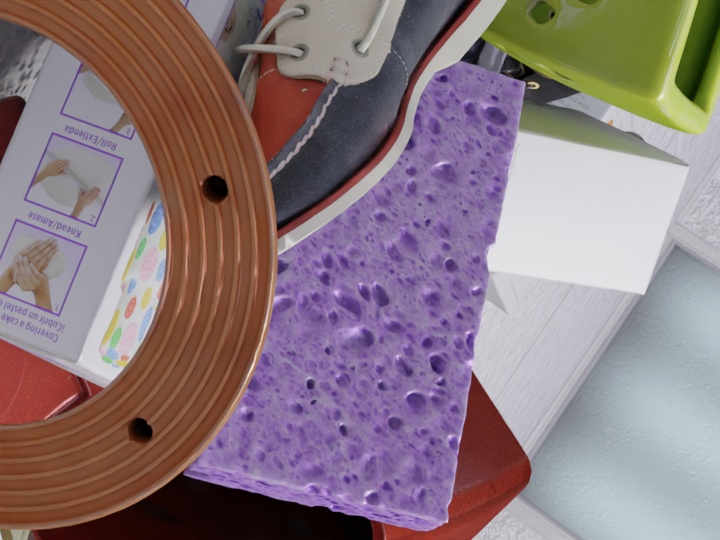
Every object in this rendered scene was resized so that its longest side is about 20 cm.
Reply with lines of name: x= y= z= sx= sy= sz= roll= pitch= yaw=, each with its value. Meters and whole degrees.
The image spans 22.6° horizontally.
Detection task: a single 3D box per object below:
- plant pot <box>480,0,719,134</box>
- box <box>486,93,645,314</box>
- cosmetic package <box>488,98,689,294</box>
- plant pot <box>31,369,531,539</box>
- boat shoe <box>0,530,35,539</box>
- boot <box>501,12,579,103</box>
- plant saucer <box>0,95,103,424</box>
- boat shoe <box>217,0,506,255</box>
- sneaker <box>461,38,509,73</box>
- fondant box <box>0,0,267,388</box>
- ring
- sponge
plant pot: x=0.110 y=-0.192 z=0.915 sx=0.200 sy=0.180 sz=0.201 roll=4 pitch=103 yaw=-72
box: x=0.122 y=-0.088 z=1.372 sx=0.201 sy=0.106 sz=0.152 roll=-55 pitch=165 yaw=-5
cosmetic package: x=0.070 y=-0.053 z=0.999 sx=0.198 sy=0.107 sz=0.086 roll=10 pitch=105 yaw=-34
plant pot: x=-0.034 y=0.096 z=0.905 sx=0.175 sy=0.201 sz=0.200 roll=-4 pitch=143 yaw=-48
boat shoe: x=-0.123 y=0.087 z=1.024 sx=0.202 sy=0.066 sz=0.072 roll=-55 pitch=166 yaw=-5
boot: x=0.103 y=-0.131 z=1.120 sx=0.149 sy=0.074 sz=0.200 roll=-20 pitch=-171 yaw=10
plant saucer: x=-0.181 y=0.052 z=0.696 sx=0.199 sy=0.037 sz=0.200 roll=-37 pitch=156 yaw=-16
boat shoe: x=-0.011 y=-0.071 z=0.620 sx=0.071 sy=0.063 sz=0.201 roll=-17 pitch=-152 yaw=42
sneaker: x=0.052 y=-0.173 z=1.043 sx=0.090 sy=0.070 sz=0.202 roll=20 pitch=90 yaw=-42
fondant box: x=-0.067 y=-0.056 z=0.664 sx=0.144 sy=0.058 sz=0.202 roll=50 pitch=59 yaw=-75
ring: x=-0.118 y=-0.016 z=0.562 sx=0.202 sy=0.199 sz=0.019 roll=-62 pitch=174 yaw=20
sponge: x=0.000 y=0.000 z=0.759 sx=0.030 sy=0.110 sz=0.202 roll=146 pitch=-42 yaw=-66
